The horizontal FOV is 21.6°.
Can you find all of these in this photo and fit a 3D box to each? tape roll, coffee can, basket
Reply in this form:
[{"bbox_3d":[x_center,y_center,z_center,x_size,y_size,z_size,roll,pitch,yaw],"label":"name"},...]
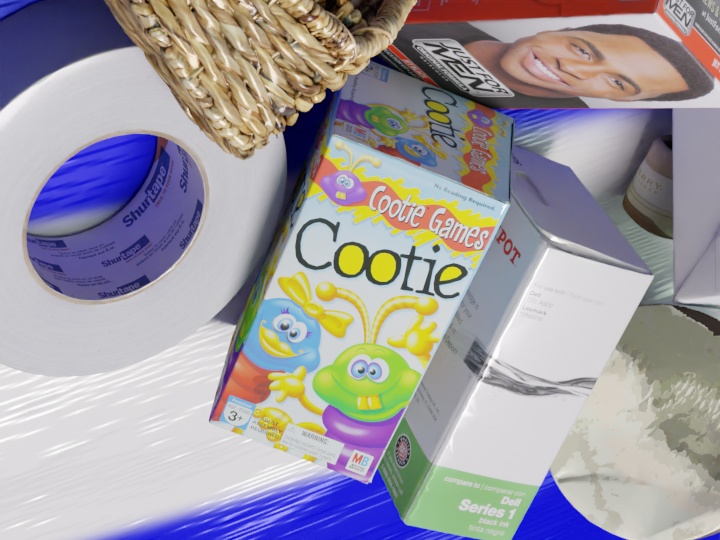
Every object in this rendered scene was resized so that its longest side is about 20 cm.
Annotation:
[{"bbox_3d":[-0.140,-0.044,0.997,0.199,0.066,0.201,-19,132,-23],"label":"tape roll"},{"bbox_3d":[0.201,0.105,1.237,0.146,0.146,0.200,-45,166,4],"label":"coffee can"},{"bbox_3d":[-0.061,-0.172,0.851,0.149,0.143,0.200,-37,106,-4],"label":"basket"}]

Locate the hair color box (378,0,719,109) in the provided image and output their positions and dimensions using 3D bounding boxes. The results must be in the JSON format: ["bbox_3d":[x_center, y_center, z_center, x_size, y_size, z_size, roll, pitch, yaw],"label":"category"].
[{"bbox_3d":[0.100,-0.134,1.000,0.101,0.199,0.062,34,67,-45],"label":"hair color box"}]

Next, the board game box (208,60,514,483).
[{"bbox_3d":[0.000,0.000,1.063,0.102,0.105,0.201,21,120,-7],"label":"board game box"}]

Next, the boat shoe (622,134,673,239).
[{"bbox_3d":[0.270,-0.061,1.271,0.199,0.072,0.065,0,124,-28],"label":"boat shoe"}]

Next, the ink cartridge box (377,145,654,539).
[{"bbox_3d":[0.078,0.039,1.149,0.084,0.146,0.201,15,115,-26],"label":"ink cartridge box"}]

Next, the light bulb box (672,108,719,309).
[{"bbox_3d":[0.304,-0.072,1.183,0.199,0.124,0.200,7,81,-38],"label":"light bulb box"}]
